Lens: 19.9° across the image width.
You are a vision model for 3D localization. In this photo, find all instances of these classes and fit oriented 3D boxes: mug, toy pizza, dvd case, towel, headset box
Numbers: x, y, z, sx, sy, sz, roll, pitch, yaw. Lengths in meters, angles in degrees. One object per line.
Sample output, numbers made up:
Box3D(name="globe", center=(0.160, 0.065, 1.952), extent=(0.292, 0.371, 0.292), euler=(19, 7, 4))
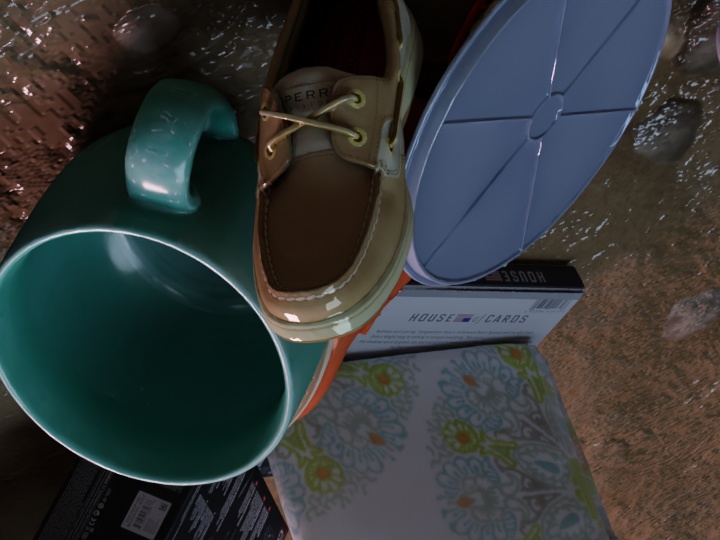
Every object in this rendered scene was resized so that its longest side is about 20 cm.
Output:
Box3D(name="mug", center=(-0.076, -0.001, 0.952), extent=(0.152, 0.115, 0.185), euler=(40, 129, -13))
Box3D(name="toy pizza", center=(0.078, -0.082, 0.990), extent=(0.200, 0.032, 0.201), euler=(-39, 151, -27))
Box3D(name="dvd case", center=(0.026, 0.062, 1.253), extent=(0.149, 0.025, 0.200), euler=(1, 142, -35))
Box3D(name="towel", center=(0.047, 0.129, 1.178), extent=(0.199, 0.172, 0.048), euler=(-5, 148, -28))
Box3D(name="headset box", center=(-0.117, 0.174, 1.205), extent=(0.077, 0.150, 0.200), euler=(19, 157, 18))

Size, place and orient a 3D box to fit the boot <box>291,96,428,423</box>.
Box3D(name="boot", center=(0.000, 0.000, 1.052), extent=(0.107, 0.075, 0.201), euler=(-3, 127, -46))

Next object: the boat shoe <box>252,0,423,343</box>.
Box3D(name="boat shoe", center=(-0.016, -0.060, 0.869), extent=(0.073, 0.201, 0.067), euler=(-9, 136, 14))

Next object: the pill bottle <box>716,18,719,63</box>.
Box3D(name="pill bottle", center=(0.265, -0.152, 0.978), extent=(0.111, 0.113, 0.200), euler=(-2, 144, -32))
